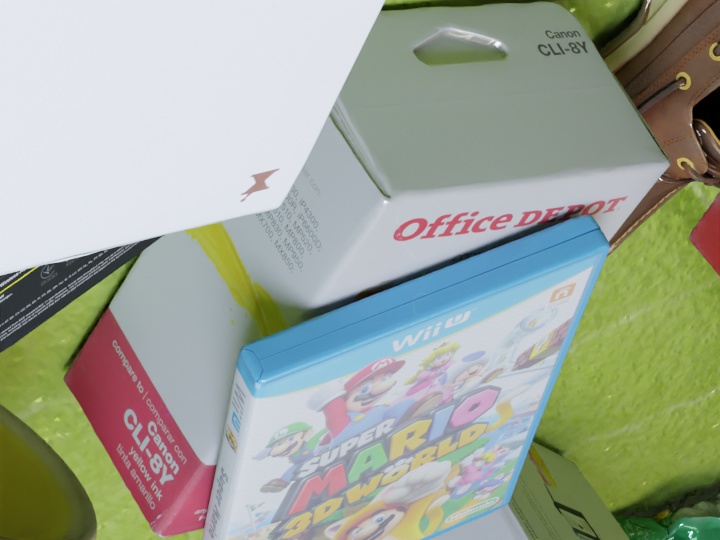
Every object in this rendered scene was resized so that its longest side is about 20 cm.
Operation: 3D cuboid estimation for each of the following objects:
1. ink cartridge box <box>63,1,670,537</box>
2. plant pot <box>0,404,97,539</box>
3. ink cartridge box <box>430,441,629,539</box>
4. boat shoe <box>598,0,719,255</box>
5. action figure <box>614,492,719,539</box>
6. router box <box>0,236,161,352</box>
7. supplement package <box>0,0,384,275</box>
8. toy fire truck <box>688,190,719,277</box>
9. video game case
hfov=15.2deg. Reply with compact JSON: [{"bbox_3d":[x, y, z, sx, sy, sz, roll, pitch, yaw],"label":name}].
[{"bbox_3d":[0.000,0.000,1.012,0.145,0.084,0.200,-9,146,-40],"label":"ink cartridge box"},{"bbox_3d":[-0.190,0.132,0.922,0.189,0.201,0.201,-56,149,13],"label":"plant pot"},{"bbox_3d":[0.051,0.171,1.304,0.147,0.145,0.200,-38,154,11],"label":"ink cartridge box"},{"bbox_3d":[0.127,-0.062,1.067,0.072,0.068,0.200,-8,145,-42],"label":"boat shoe"},{"bbox_3d":[0.213,0.158,1.577,0.200,0.055,0.118,5,137,-43],"label":"action figure"},{"bbox_3d":[-0.126,-0.037,0.744,0.200,0.062,0.150,-37,151,-28],"label":"router box"},{"bbox_3d":[-0.092,-0.110,0.573,0.117,0.200,0.117,-15,149,-34],"label":"supplement package"},{"bbox_3d":[0.160,-0.107,0.939,0.049,0.141,0.200,-10,147,-40],"label":"toy fire truck"},{"bbox_3d":[0.010,0.062,1.014,0.143,0.018,0.200,-20,153,-21],"label":"video game case"}]
